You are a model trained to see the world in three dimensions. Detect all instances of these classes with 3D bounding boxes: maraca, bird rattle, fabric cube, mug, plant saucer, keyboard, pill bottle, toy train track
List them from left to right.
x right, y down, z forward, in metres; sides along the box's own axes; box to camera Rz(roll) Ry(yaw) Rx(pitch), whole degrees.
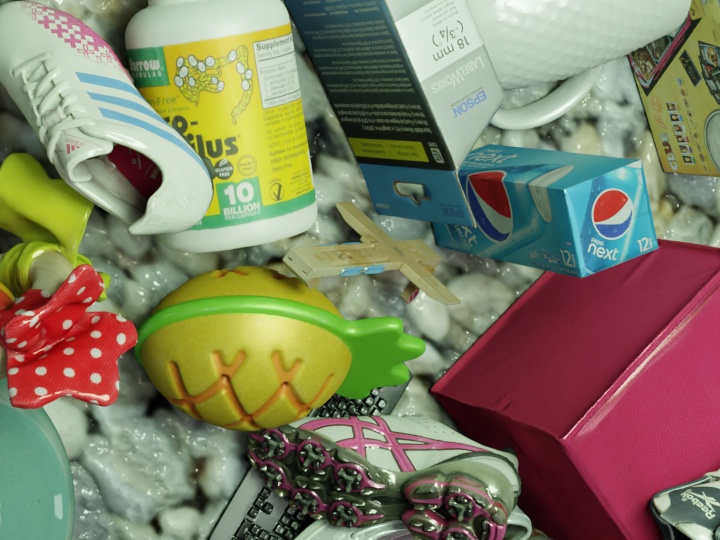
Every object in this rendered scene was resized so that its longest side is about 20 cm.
[{"bbox_3d":[-0.256,0.158,1.058,0.199,0.036,0.203,5,84,-47],"label":"plant saucer"},{"bbox_3d":[-0.217,0.033,1.024,0.162,0.201,0.113,-24,127,7],"label":"bird rattle"},{"bbox_3d":[-0.096,-0.122,1.099,0.112,0.113,0.202,-13,102,-24],"label":"pill bottle"},{"bbox_3d":[-0.056,0.056,1.130,0.198,0.137,0.108,5,63,-12],"label":"maraca"},{"bbox_3d":[-0.021,0.147,1.211,0.104,0.040,0.201,35,81,-25],"label":"keyboard"},{"bbox_3d":[0.000,0.000,1.152,0.033,0.115,0.199,-54,159,18],"label":"toy train track"},{"bbox_3d":[0.128,-0.188,1.198,0.174,0.148,0.201,-25,137,-16],"label":"mug"},{"bbox_3d":[0.213,0.112,1.233,0.196,0.200,0.200,-42,112,-15],"label":"fabric cube"}]

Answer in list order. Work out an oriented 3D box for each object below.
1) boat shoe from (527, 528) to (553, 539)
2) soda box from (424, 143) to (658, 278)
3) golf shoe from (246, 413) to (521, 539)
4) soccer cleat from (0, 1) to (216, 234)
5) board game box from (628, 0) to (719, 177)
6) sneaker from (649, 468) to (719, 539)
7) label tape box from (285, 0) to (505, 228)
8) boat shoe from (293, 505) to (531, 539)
[{"bbox_3d":[0.061,0.253,1.249,0.198,0.072,0.076,-23,116,-11],"label":"boat shoe"},{"bbox_3d":[0.122,-0.046,1.168,0.067,0.200,0.065,-20,105,-23],"label":"soda box"},{"bbox_3d":[0.017,0.139,1.178,0.198,0.092,0.073,16,126,11],"label":"golf shoe"},{"bbox_3d":[-0.176,-0.099,1.033,0.200,0.086,0.070,42,118,12],"label":"soccer cleat"},{"bbox_3d":[0.255,-0.169,1.255,0.034,0.135,0.202,-27,108,-21],"label":"board game box"},{"bbox_3d":[0.261,0.146,1.106,0.129,0.079,0.201,12,101,-34],"label":"sneaker"},{"bbox_3d":[0.029,-0.137,1.143,0.063,0.144,0.202,-32,109,-21],"label":"label tape box"},{"bbox_3d":[0.027,0.207,1.197,0.200,0.065,0.075,-18,118,-20],"label":"boat shoe"}]
